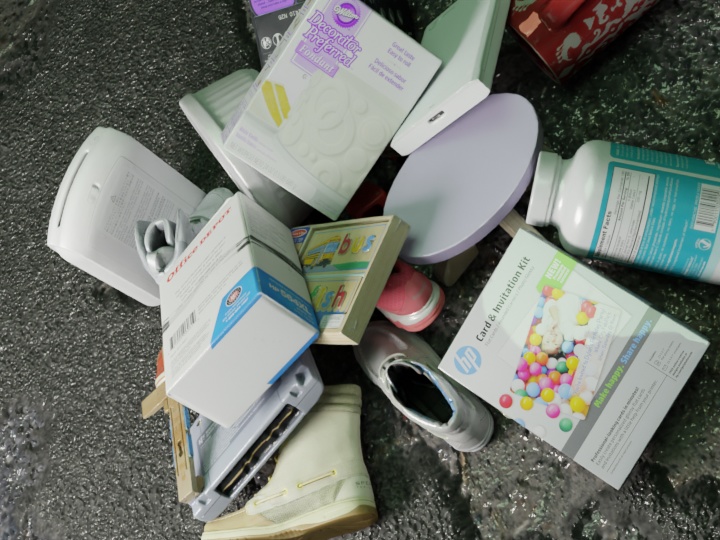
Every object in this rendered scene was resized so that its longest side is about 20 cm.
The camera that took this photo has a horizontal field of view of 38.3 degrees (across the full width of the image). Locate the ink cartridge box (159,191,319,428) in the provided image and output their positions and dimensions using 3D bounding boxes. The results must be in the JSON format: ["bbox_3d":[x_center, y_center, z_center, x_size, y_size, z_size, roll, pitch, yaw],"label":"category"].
[{"bbox_3d":[-0.130,0.035,1.065,0.146,0.084,0.201,-46,30,17],"label":"ink cartridge box"}]

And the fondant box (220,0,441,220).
[{"bbox_3d":[-0.032,-0.176,1.072,0.201,0.144,0.058,-56,18,8],"label":"fondant box"}]

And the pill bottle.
[{"bbox_3d":[0.259,-0.059,0.970,0.198,0.111,0.112,13,74,8],"label":"pill bottle"}]

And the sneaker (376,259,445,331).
[{"bbox_3d":[0.000,0.000,1.123,0.199,0.087,0.074,13,62,42],"label":"sneaker"}]

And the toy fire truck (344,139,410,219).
[{"bbox_3d":[0.046,-0.149,1.182,0.200,0.049,0.141,-46,42,3],"label":"toy fire truck"}]

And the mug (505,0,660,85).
[{"bbox_3d":[0.242,-0.315,1.096,0.200,0.177,0.134,-43,59,11],"label":"mug"}]

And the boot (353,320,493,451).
[{"bbox_3d":[0.049,0.103,1.060,0.199,0.095,0.074,36,88,36],"label":"boot"}]

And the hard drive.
[{"bbox_3d":[0.100,-0.224,1.097,0.132,0.026,0.201,-33,30,42],"label":"hard drive"}]

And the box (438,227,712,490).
[{"bbox_3d":[0.194,0.078,0.955,0.199,0.041,0.157,34,99,20],"label":"box"}]

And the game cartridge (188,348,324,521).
[{"bbox_3d":[-0.119,0.153,1.104,0.200,0.040,0.134,-49,32,12],"label":"game cartridge"}]

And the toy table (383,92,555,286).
[{"bbox_3d":[0.122,-0.076,1.087,0.200,0.117,0.184,-40,55,7],"label":"toy table"}]

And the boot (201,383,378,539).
[{"bbox_3d":[-0.080,0.211,1.101,0.198,0.072,0.156,-18,60,20],"label":"boot"}]

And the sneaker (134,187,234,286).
[{"bbox_3d":[-0.200,-0.046,1.231,0.074,0.115,0.201,-12,46,23],"label":"sneaker"}]

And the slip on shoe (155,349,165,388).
[{"bbox_3d":[-0.161,0.077,1.205,0.199,0.074,0.062,-33,54,18],"label":"slip on shoe"}]

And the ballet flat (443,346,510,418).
[{"bbox_3d":[0.174,0.109,1.018,0.198,0.068,0.073,-3,86,23],"label":"ballet flat"}]

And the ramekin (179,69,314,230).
[{"bbox_3d":[-0.114,-0.142,1.203,0.094,0.203,0.203,-39,55,-5],"label":"ramekin"}]

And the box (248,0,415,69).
[{"bbox_3d":[-0.028,-0.285,1.197,0.121,0.200,0.107,-9,97,25],"label":"box"}]

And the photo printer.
[{"bbox_3d":[-0.283,-0.066,1.253,0.069,0.200,0.168,12,75,31],"label":"photo printer"}]

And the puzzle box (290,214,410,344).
[{"bbox_3d":[-0.039,0.010,1.067,0.199,0.025,0.134,-5,55,55],"label":"puzzle box"}]

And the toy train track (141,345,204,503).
[{"bbox_3d":[-0.187,0.160,1.124,0.115,0.032,0.201,-41,43,27],"label":"toy train track"}]
